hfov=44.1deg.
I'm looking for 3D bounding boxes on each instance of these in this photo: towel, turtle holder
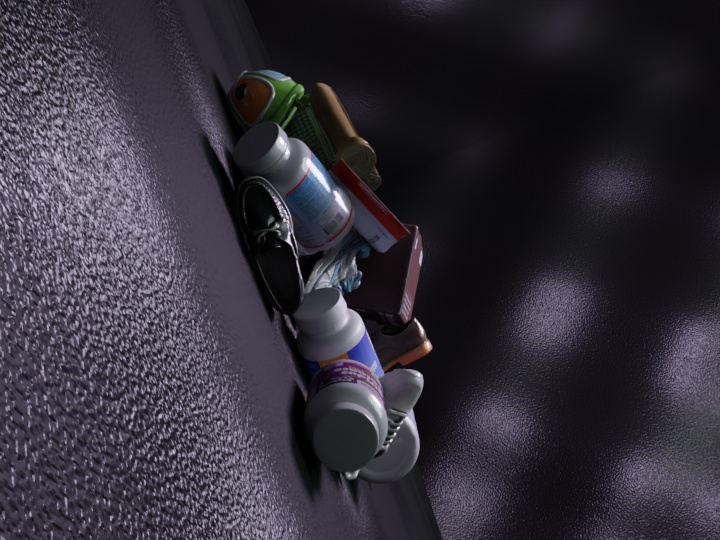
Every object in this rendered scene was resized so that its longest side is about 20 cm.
[{"bbox_3d":[-0.115,-0.228,1.701,0.035,0.192,0.201,55,11,-53],"label":"towel"},{"bbox_3d":[-0.171,-0.315,1.660,0.131,0.141,0.186,33,37,-5],"label":"turtle holder"}]

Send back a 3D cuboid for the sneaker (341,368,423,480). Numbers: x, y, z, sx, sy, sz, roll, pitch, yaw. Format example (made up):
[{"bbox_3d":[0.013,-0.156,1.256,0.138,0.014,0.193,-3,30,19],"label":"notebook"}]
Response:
[{"bbox_3d":[0.031,0.227,1.322,0.076,0.200,0.081,24,30,-25],"label":"sneaker"}]

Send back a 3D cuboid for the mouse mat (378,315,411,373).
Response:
[{"bbox_3d":[0.029,0.168,1.689,0.008,0.200,0.161,42,13,-21],"label":"mouse mat"}]

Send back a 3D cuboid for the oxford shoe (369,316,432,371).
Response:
[{"bbox_3d":[0.023,0.146,1.566,0.071,0.199,0.073,-149,-145,-78],"label":"oxford shoe"}]

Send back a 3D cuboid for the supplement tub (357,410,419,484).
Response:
[{"bbox_3d":[0.031,0.269,1.519,0.200,0.131,0.133,-95,164,-81],"label":"supplement tub"}]

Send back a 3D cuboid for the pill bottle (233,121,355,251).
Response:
[{"bbox_3d":[-0.100,-0.127,1.335,0.200,0.108,0.109,48,16,-41],"label":"pill bottle"}]

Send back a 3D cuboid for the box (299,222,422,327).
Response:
[{"bbox_3d":[0.000,0.000,1.625,0.166,0.198,0.166,58,43,-74],"label":"box"}]

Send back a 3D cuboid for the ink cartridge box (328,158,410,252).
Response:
[{"bbox_3d":[-0.001,-0.100,1.437,0.163,0.057,0.200,46,1,-5],"label":"ink cartridge box"}]

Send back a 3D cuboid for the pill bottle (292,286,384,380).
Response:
[{"bbox_3d":[-0.035,0.131,1.396,0.112,0.111,0.201,-107,175,-61],"label":"pill bottle"}]

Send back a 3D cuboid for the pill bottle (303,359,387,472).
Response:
[{"bbox_3d":[-0.020,0.194,1.190,0.200,0.112,0.113,-100,170,-81],"label":"pill bottle"}]

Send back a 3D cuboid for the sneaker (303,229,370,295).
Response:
[{"bbox_3d":[-0.044,0.013,1.486,0.201,0.086,0.078,-63,-179,-25],"label":"sneaker"}]

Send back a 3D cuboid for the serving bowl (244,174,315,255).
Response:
[{"bbox_3d":[-0.133,-0.115,1.468,0.200,0.065,0.201,46,36,-48],"label":"serving bowl"}]

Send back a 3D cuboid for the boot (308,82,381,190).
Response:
[{"bbox_3d":[-0.039,-0.247,1.558,0.175,0.066,0.201,69,-5,-68],"label":"boot"}]

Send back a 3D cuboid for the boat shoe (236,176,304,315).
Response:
[{"bbox_3d":[-0.125,-0.033,1.252,0.060,0.073,0.202,-123,-160,-78],"label":"boat shoe"}]
